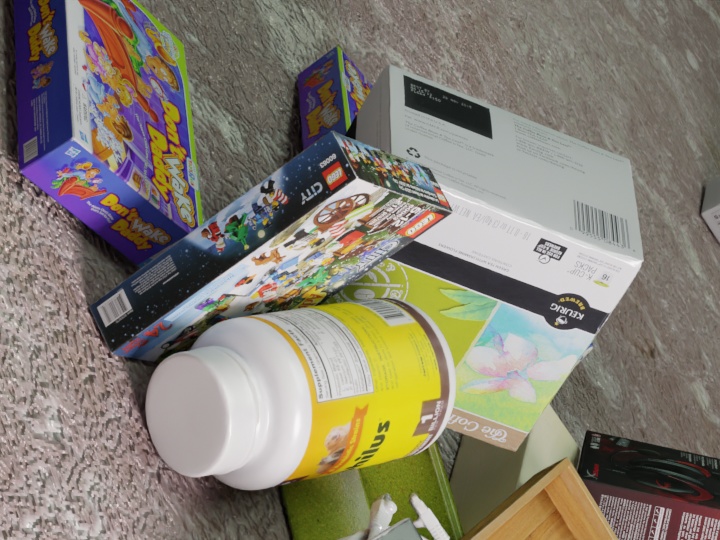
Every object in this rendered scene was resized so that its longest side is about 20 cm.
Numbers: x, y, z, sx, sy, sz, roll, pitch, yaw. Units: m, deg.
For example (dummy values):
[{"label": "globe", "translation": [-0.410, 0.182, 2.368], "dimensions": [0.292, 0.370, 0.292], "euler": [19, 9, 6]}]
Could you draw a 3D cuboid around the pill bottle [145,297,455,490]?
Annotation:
[{"label": "pill bottle", "translation": [-0.039, 0.079, 1.539], "dimensions": [0.200, 0.109, 0.109], "euler": [-7, 68, -47]}]

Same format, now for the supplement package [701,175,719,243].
[{"label": "supplement package", "translation": [0.528, -0.037, 3.018], "dimensions": [0.200, 0.114, 0.110], "euler": [56, 23, -13]}]

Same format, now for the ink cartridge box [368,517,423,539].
[{"label": "ink cartridge box", "translation": [-0.020, 0.229, 1.400], "dimensions": [0.200, 0.037, 0.095], "euler": [-28, 84, -38]}]

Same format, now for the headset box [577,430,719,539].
[{"label": "headset box", "translation": [0.265, 0.198, 1.892], "dimensions": [0.149, 0.200, 0.075], "euler": [-53, 155, -76]}]

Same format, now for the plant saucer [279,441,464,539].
[{"label": "plant saucer", "translation": [0.016, 0.165, 1.679], "dimensions": [0.200, 0.048, 0.200], "euler": [32, 35, -51]}]

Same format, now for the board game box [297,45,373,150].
[{"label": "board game box", "translation": [0.010, -0.083, 1.947], "dimensions": [0.134, 0.045, 0.200], "euler": [47, 17, -24]}]

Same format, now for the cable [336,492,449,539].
[{"label": "cable", "translation": [0.023, 0.261, 1.499], "dimensions": [0.200, 0.069, 0.200], "euler": [56, 36, -8]}]

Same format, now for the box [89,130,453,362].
[{"label": "box", "translation": [-0.055, -0.007, 1.526], "dimensions": [0.137, 0.200, 0.038], "euler": [16, 43, -61]}]

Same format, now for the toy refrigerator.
[{"label": "toy refrigerator", "translation": [0.116, 0.179, 1.851], "dimensions": [0.070, 0.076, 0.200], "euler": [55, 21, -15]}]

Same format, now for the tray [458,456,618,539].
[{"label": "tray", "translation": [0.119, 0.213, 1.688], "dimensions": [0.099, 0.037, 0.200], "euler": [58, 31, 1]}]

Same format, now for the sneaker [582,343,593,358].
[{"label": "sneaker", "translation": [0.153, 0.067, 2.065], "dimensions": [0.075, 0.088, 0.200], "euler": [57, 22, -15]}]

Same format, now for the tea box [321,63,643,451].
[{"label": "tea box", "translation": [0.066, -0.007, 1.717], "dimensions": [0.200, 0.197, 0.134], "euler": [20, 35, -14]}]

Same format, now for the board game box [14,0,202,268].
[{"label": "board game box", "translation": [-0.169, -0.111, 1.597], "dimensions": [0.134, 0.045, 0.200], "euler": [41, 28, -41]}]
